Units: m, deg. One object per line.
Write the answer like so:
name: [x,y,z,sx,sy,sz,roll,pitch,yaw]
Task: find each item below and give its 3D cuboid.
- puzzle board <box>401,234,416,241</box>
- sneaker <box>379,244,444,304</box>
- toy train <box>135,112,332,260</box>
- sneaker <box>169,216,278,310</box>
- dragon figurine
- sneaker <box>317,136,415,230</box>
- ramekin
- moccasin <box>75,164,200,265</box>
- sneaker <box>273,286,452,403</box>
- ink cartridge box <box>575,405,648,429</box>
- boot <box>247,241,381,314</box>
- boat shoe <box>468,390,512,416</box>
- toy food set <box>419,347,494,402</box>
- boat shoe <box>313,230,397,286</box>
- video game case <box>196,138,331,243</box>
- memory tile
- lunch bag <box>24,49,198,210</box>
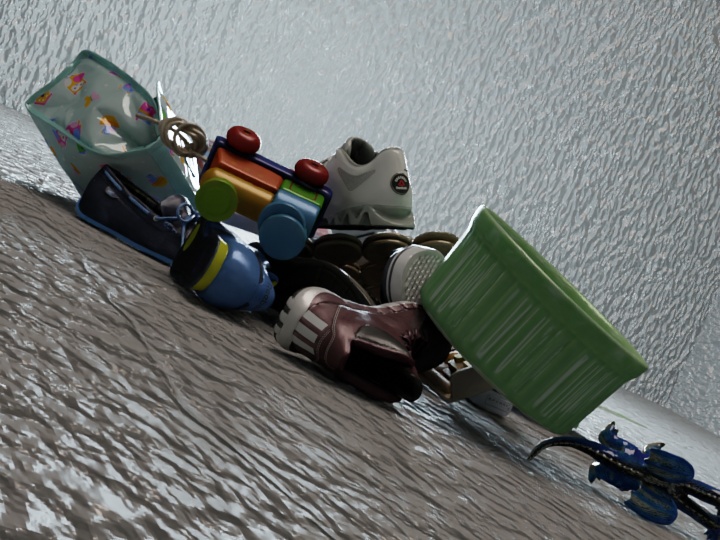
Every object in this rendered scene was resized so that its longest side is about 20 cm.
puzzle board: [-0.034,-0.026,1.581,0.149,0.018,0.200,7,-15,-28]
sneaker: [0.050,0.019,1.229,0.079,0.079,0.200,11,-5,26]
toy train: [-0.127,-0.079,1.171,0.198,0.085,0.116,25,21,-4]
sneaker: [-0.122,-0.001,1.181,0.078,0.066,0.200,30,3,-18]
dragon figurine: [0.246,0.177,1.108,0.199,0.059,0.099,24,2,-27]
sneaker: [-0.013,-0.082,1.260,0.074,0.090,0.199,1,-1,-37]
ramekin: [0.144,0.047,1.126,0.200,0.098,0.200,43,9,-8]
moccasin: [-0.197,-0.048,1.313,0.199,0.069,0.080,25,2,10]
sneaker: [0.029,0.077,1.070,0.199,0.076,0.115,10,19,-45]
ink cartridge box: [0.233,0.158,1.587,0.145,0.048,0.199,23,4,-41]
boot: [-0.014,0.041,1.245,0.203,0.074,0.153,26,1,44]
boat shoe: [0.136,0.107,1.436,0.073,0.067,0.200,25,2,-18]
toy food set: [0.124,0.067,1.317,0.142,0.061,0.200,-17,14,-12]
boat shoe: [-0.045,-0.002,1.401,0.198,0.072,0.062,-9,-51,26]
video game case: [-0.105,-0.081,1.390,0.142,0.018,0.200,18,21,-18]
memory tile: [0.000,0.000,1.331,0.198,0.017,0.154,1,-27,-1]
lunch bag: [-0.249,-0.128,1.438,0.199,0.122,0.171,29,-23,34]
